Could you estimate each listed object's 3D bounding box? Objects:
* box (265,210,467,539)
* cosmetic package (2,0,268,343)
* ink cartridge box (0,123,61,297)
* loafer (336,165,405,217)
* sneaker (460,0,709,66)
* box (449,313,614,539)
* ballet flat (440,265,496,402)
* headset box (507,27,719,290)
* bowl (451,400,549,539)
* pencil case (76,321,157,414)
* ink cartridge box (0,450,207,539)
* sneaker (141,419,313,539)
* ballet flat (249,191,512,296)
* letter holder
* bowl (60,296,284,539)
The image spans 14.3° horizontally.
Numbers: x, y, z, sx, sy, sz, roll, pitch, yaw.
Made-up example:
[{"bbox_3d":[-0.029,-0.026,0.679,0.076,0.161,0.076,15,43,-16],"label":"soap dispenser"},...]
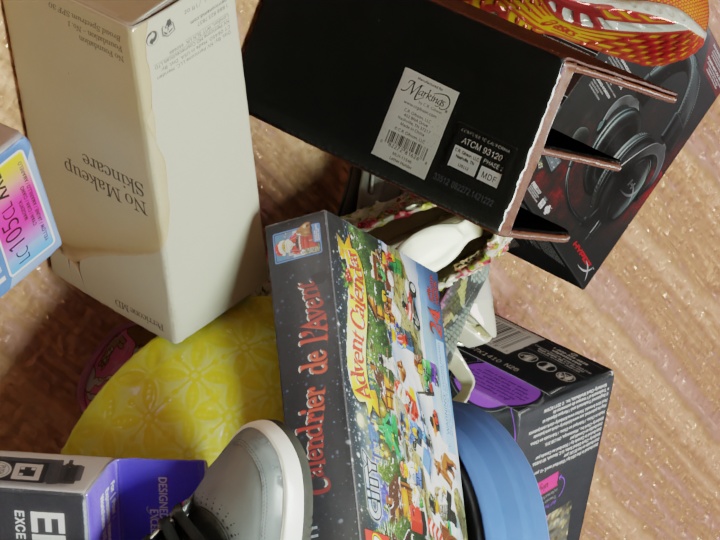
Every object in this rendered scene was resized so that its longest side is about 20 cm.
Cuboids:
[{"bbox_3d":[0.007,0.083,1.495,0.137,0.038,0.200,29,51,-60],"label":"box"},{"bbox_3d":[-0.114,-0.074,1.467,0.073,0.104,0.200,-35,136,-33],"label":"cosmetic package"},{"bbox_3d":[-0.256,0.001,1.297,0.200,0.136,0.076,-41,135,-29],"label":"ink cartridge box"},{"bbox_3d":[-0.009,-0.005,1.699,0.070,0.070,0.200,21,105,-17],"label":"loafer"},{"bbox_3d":[0.116,-0.182,1.697,0.200,0.073,0.077,19,57,-25],"label":"sneaker"},{"bbox_3d":[0.071,0.142,1.843,0.106,0.122,0.200,-18,127,-48],"label":"box"},{"bbox_3d":[0.044,0.042,1.744,0.071,0.069,0.200,38,53,-20],"label":"ballet flat"},{"bbox_3d":[0.146,-0.113,1.812,0.200,0.077,0.149,-53,145,-12],"label":"headset box"},{"bbox_3d":[0.033,0.172,1.602,0.039,0.201,0.201,5,109,-33],"label":"bowl"},{"bbox_3d":[-0.085,0.096,1.643,0.200,0.083,0.087,47,45,-55],"label":"pencil case"},{"bbox_3d":[-0.177,0.178,1.487,0.043,0.200,0.198,-82,173,-55],"label":"ink cartridge box"},{"bbox_3d":[-0.107,0.161,1.413,0.121,0.084,0.200,0,122,-41],"label":"sneaker"},{"bbox_3d":[0.000,0.000,1.630,0.200,0.064,0.076,-31,101,9],"label":"ballet flat"},{"bbox_3d":[0.055,-0.096,1.588,0.142,0.200,0.101,7,107,-55],"label":"letter holder"},{"bbox_3d":[-0.057,0.124,1.538,0.200,0.108,0.200,-28,138,-29],"label":"bowl"}]
